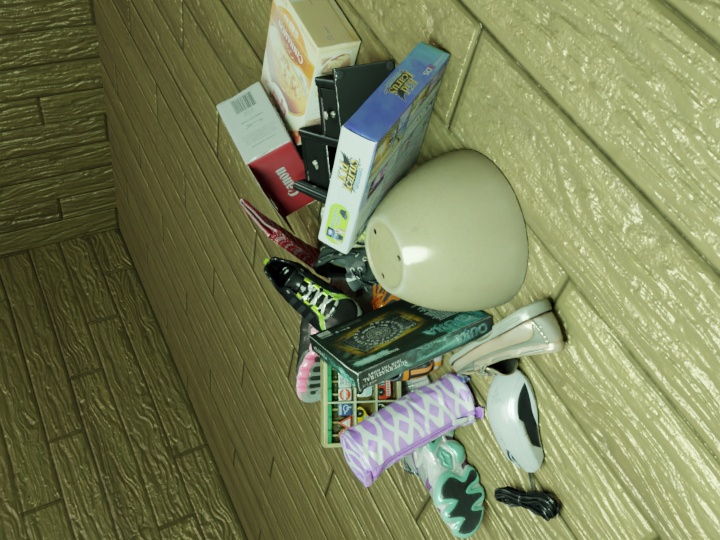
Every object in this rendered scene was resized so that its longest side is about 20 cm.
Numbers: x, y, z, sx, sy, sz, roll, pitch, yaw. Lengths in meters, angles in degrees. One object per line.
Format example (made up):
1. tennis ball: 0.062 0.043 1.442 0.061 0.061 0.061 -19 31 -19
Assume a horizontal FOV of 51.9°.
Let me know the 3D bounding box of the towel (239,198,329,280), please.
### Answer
1. towel: -0.115 -0.048 1.294 0.200 0.022 0.145 37 -176 -41

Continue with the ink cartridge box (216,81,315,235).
1. ink cartridge box: -0.138 -0.180 1.239 0.176 0.084 0.200 62 -178 24

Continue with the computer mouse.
1. computer mouse: 0.192 0.218 0.933 0.110 0.044 0.200 5 110 65

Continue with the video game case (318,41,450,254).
1. video game case: 0.027 -0.146 0.881 0.045 0.200 0.181 29 141 9

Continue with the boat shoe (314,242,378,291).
1. boat shoe: -0.001 -0.002 1.077 0.199 0.066 0.075 19 156 45

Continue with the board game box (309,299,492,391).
1. board game box: 0.051 0.083 0.957 0.135 0.200 0.028 30 136 57

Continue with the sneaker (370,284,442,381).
1. sneaker: 0.033 0.072 1.094 0.200 0.112 0.078 63 153 24

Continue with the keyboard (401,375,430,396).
1. keyboard: 0.073 0.202 1.216 0.056 0.011 0.200 70 156 8

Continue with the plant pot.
1. plant pot: 0.085 -0.035 0.893 0.200 0.134 0.201 43 141 49

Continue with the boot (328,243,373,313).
1. boot: -0.022 0.019 1.247 0.096 0.073 0.200 -125 38 -47

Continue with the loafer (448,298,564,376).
1. loafer: 0.169 0.099 0.880 0.063 0.072 0.200 63 151 15

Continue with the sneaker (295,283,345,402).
1. sneaker: -0.072 0.113 1.209 0.095 0.079 0.200 22 102 62

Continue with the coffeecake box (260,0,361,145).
1. coffeecake box: -0.083 -0.321 1.142 0.154 0.073 0.200 61 153 24

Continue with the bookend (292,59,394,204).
1. bookend: -0.031 -0.204 1.081 0.199 0.092 0.200 31 132 56

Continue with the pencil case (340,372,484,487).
1. pencil case: 0.071 0.218 1.016 0.086 0.200 0.084 46 154 43

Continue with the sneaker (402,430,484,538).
1. sneaker: 0.116 0.310 1.128 0.140 0.078 0.200 120 138 -60

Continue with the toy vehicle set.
1. toy vehicle set: 0.000 0.172 1.154 0.027 0.124 0.200 173 97 -75

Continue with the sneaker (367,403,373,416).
1. sneaker: -0.015 0.174 1.243 0.200 0.070 0.109 62 -173 26

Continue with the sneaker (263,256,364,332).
1. sneaker: -0.081 0.039 1.100 0.200 0.072 0.083 32 178 39

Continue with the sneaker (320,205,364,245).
1. sneaker: 0.010 -0.063 1.096 0.200 0.076 0.076 20 112 59
